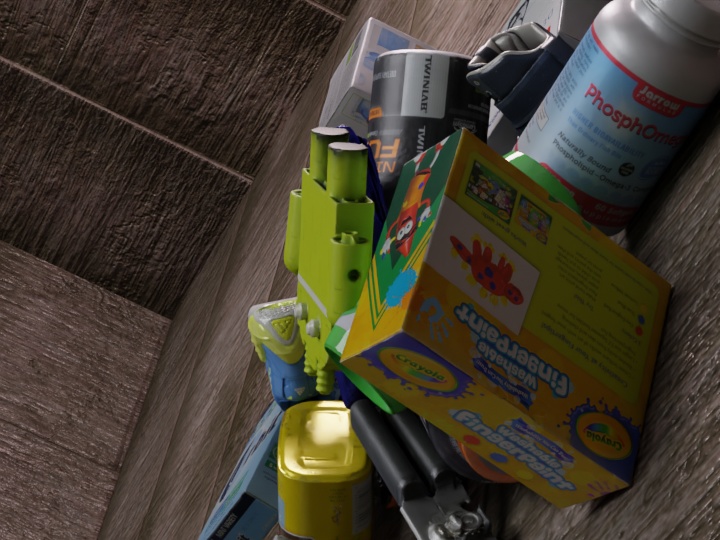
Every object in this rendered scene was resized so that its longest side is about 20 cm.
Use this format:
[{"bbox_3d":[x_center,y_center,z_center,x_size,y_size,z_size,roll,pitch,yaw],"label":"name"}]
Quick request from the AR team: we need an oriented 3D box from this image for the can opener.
[{"bbox_3d":[0.048,0.174,1.337,0.200,0.053,0.067,-126,24,-52],"label":"can opener"}]

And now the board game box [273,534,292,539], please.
[{"bbox_3d":[-0.046,0.328,1.369,0.201,0.147,0.064,-62,13,16],"label":"board game box"}]

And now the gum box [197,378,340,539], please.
[{"bbox_3d":[-0.082,0.179,1.630,0.170,0.044,0.201,-54,8,48],"label":"gum box"}]

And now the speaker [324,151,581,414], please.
[{"bbox_3d":[0.067,0.009,1.261,0.200,0.088,0.088,-46,8,-9],"label":"speaker"}]

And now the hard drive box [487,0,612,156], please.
[{"bbox_3d":[0.188,-0.207,1.647,0.156,0.076,0.201,-57,13,38],"label":"hard drive box"}]

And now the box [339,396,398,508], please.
[{"bbox_3d":[0.023,0.114,1.685,0.201,0.086,0.164,-66,10,-7],"label":"box"}]

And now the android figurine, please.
[{"bbox_3d":[-0.024,-0.006,1.358,0.182,0.041,0.201,-129,42,-68],"label":"android figurine"}]

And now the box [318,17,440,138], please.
[{"bbox_3d":[0.068,-0.147,1.760,0.101,0.199,0.113,-54,16,46],"label":"box"}]

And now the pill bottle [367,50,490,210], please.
[{"bbox_3d":[0.056,-0.085,1.526,0.106,0.105,0.202,167,109,-77],"label":"pill bottle"}]

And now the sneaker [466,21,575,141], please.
[{"bbox_3d":[0.140,-0.122,1.475,0.077,0.146,0.202,-55,4,-39],"label":"sneaker"}]

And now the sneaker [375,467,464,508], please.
[{"bbox_3d":[0.052,0.167,1.487,0.200,0.078,0.076,-138,42,-88],"label":"sneaker"}]

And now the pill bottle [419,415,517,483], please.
[{"bbox_3d":[0.096,0.096,1.322,0.107,0.106,0.200,-63,11,8],"label":"pill bottle"}]

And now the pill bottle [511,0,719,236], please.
[{"bbox_3d":[0.204,-0.132,1.312,0.201,0.108,0.109,-59,12,30],"label":"pill bottle"}]

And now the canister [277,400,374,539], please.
[{"bbox_3d":[-0.028,0.227,1.452,0.149,0.086,0.201,-89,-1,-68],"label":"canister"}]

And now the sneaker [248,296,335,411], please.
[{"bbox_3d":[-0.060,0.078,1.555,0.200,0.075,0.106,-11,-90,-85],"label":"sneaker"}]

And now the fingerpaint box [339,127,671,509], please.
[{"bbox_3d":[0.100,0.034,1.155,0.073,0.199,0.168,-28,35,48],"label":"fingerpaint box"}]

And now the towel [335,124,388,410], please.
[{"bbox_3d":[0.000,0.000,1.437,0.148,0.049,0.201,110,152,-50],"label":"towel"}]
